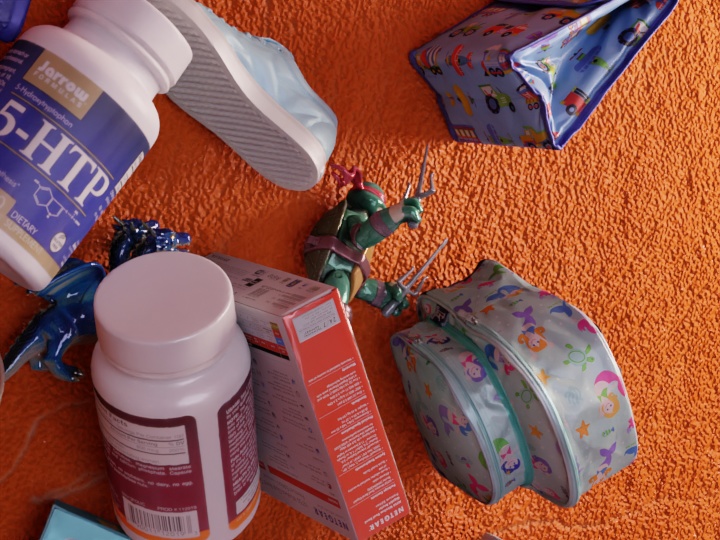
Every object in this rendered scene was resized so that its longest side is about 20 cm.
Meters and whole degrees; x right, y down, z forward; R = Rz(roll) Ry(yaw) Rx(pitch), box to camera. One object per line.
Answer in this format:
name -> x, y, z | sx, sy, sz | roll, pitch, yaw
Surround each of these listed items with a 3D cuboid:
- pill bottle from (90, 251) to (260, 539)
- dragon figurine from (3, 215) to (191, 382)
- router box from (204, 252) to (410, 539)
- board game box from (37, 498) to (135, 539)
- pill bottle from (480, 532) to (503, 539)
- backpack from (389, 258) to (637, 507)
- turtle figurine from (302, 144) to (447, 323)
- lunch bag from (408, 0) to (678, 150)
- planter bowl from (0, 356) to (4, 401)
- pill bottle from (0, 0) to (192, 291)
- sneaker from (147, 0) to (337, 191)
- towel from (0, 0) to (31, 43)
pill bottle -> -0.131, 0.094, 1.127 | 0.113, 0.114, 0.202 | -24, 134, -26
dragon figurine -> -0.213, 0.024, 1.155 | 0.198, 0.059, 0.101 | -18, 106, -28
router box -> -0.058, 0.089, 1.176 | 0.048, 0.199, 0.182 | -27, 111, -25
board game box -> -0.166, 0.280, 1.184 | 0.198, 0.047, 0.153 | 24, 84, -7
pill bottle -> 0.091, 0.332, 1.347 | 0.112, 0.112, 0.201 | 39, 77, -29
backpack -> 0.126, 0.099, 1.280 | 0.150, 0.199, 0.179 | -31, 117, -23
turtle figurine -> 0.000, 0.000, 1.260 | 0.150, 0.099, 0.202 | 76, 33, -65
lunch bag -> 0.166, -0.194, 1.297 | 0.200, 0.150, 0.095 | -41, 114, -20
planter bowl -> -0.340, 0.113, 1.032 | 0.198, 0.201, 0.136 | -3, 126, -30
pill bottle -> -0.210, -0.099, 1.104 | 0.120, 0.119, 0.201 | 42, 76, -28
sneaker -> -0.094, -0.153, 1.208 | 0.200, 0.073, 0.082 | 48, 43, -21
towel -> -0.304, -0.258, 1.074 | 0.198, 0.049, 0.150 | 22, 78, -31
